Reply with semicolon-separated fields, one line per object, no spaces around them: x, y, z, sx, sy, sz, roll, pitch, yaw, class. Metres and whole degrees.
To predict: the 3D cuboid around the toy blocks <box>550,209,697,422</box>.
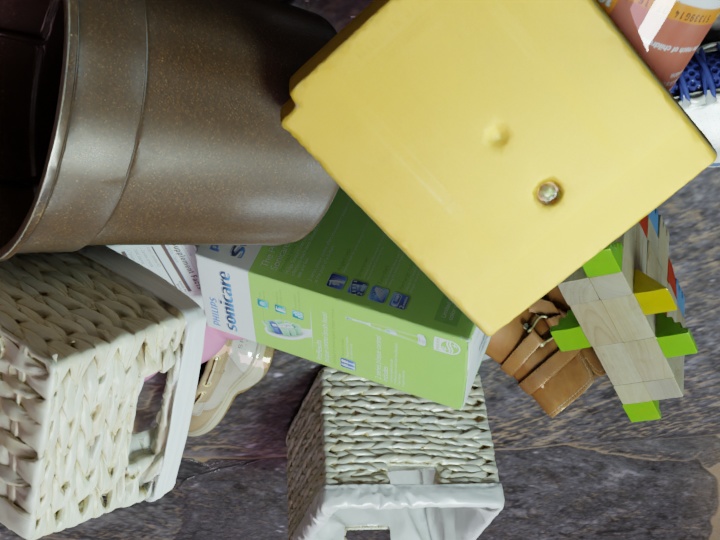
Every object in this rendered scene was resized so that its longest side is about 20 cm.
0.209;0.002;0.991;0.099;0.138;0.201;-11;134;27;toy blocks

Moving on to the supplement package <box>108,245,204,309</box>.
-0.206;-0.030;0.928;0.197;0.115;0.110;-9;151;6;supplement package

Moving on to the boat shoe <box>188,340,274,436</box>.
-0.149;0.096;1.212;0.068;0.075;0.200;21;141;-20;boat shoe

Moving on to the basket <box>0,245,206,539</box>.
-0.211;0.054;0.770;0.123;0.198;0.137;-20;130;-52;basket

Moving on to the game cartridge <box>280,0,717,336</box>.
0.076;-0.082;0.720;0.176;0.033;0.200;-39;111;17;game cartridge

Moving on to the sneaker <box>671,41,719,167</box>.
0.204;-0.123;0.884;0.197;0.082;0.115;-17;151;20;sneaker

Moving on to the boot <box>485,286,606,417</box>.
0.111;0.054;1.029;0.199;0.157;0.077;-28;174;-27;boot

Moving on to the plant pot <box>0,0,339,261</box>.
-0.123;-0.097;0.766;0.196;0.203;0.200;6;149;-34;plant pot

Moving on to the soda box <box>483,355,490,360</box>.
0.125;0.033;1.153;0.198;0.064;0.068;-23;148;27;soda box

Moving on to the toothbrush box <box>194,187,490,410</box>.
0.005;-0.010;0.890;0.197;0.147;0.087;17;143;12;toothbrush box

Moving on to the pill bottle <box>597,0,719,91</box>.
0.133;-0.120;0.787;0.111;0.113;0.201;10;127;-26;pill bottle

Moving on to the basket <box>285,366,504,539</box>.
0.026;0.212;1.347;0.195;0.163;0.201;2;150;-15;basket

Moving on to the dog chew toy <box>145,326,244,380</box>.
-0.156;0.026;1.017;0.197;0.126;0.125;-10;150;14;dog chew toy
